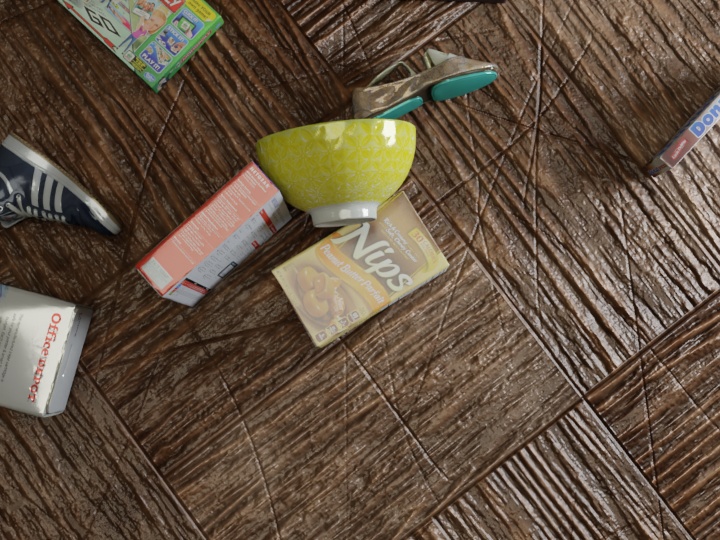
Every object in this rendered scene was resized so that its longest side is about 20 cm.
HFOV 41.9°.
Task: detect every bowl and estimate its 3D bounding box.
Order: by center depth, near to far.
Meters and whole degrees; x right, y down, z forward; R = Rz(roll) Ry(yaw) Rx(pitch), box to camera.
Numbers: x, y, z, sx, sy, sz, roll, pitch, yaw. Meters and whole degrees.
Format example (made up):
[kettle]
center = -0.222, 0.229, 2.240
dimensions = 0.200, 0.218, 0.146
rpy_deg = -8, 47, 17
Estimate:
[bowl]
center = -0.026, -0.111, 1.153
dimensions = 0.199, 0.200, 0.108
rpy_deg = -6, 88, 0

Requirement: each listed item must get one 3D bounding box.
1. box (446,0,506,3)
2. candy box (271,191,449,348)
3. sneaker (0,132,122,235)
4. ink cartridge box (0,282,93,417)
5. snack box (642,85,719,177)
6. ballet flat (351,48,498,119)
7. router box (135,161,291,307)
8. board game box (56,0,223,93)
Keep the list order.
[box]
center = 0.100, -0.415, 1.242
dimensions = 0.199, 0.075, 0.101
rpy_deg = 1, 85, -1
[candy box]
center = 0.000, 0.000, 1.213
dimensions = 0.200, 0.055, 0.116
rpy_deg = -32, 85, -2
[sneaker]
center = -0.409, -0.080, 1.214
dimensions = 0.200, 0.070, 0.109
rpy_deg = 37, 81, 10
[ink cartridge box]
center = -0.460, 0.090, 1.193
dimensions = 0.199, 0.084, 0.145
rpy_deg = 15, 85, 2
[snack box]
center = 0.452, -0.203, 1.221
dimensions = 0.024, 0.072, 0.200
rpy_deg = 44, 86, 2
[ballet flat]
center = 0.080, -0.250, 1.232
dimensions = 0.199, 0.068, 0.067
rpy_deg = -21, 78, -3
[router box]
center = -0.171, -0.037, 1.146
dimensions = 0.179, 0.200, 0.049
rpy_deg = -42, 86, -5
[board game box]
center = -0.302, -0.355, 1.260
dimensions = 0.200, 0.029, 0.135
rpy_deg = 42, 87, 4
